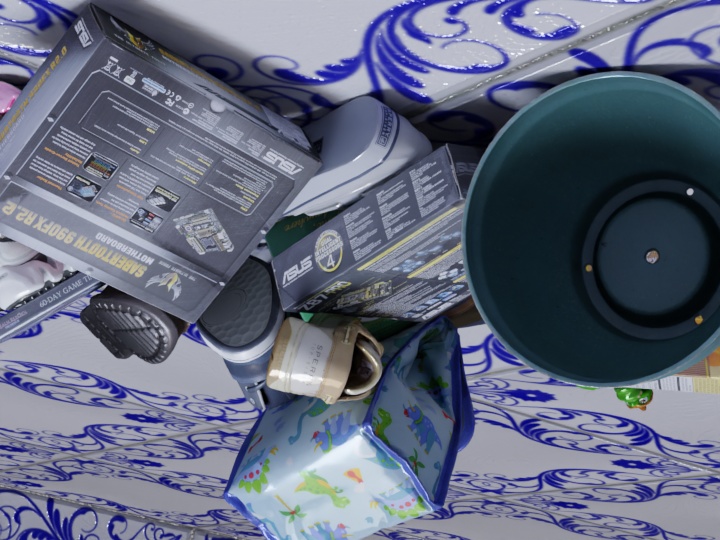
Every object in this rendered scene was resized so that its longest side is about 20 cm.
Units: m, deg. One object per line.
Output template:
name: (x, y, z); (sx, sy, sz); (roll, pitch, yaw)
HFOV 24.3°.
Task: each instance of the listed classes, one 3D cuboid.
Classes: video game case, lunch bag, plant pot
video game case: (-0.220, 0.006, 1.387); (0.199, 0.019, 0.143); (-29, -178, 4)
lunch bag: (-0.001, 0.135, 1.420); (0.169, 0.201, 0.128); (-27, 115, 29)
plant pot: (0.182, -0.018, 1.112); (0.198, 0.203, 0.134); (0, 172, 25)

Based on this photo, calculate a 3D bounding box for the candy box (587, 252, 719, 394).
candy box: (0.270, 0.037, 1.359); (0.198, 0.117, 0.055); (3, 162, 15)

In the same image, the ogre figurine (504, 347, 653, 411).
ogre figurine: (0.235, 0.059, 1.495); (0.199, 0.099, 0.120); (-31, 133, 19)

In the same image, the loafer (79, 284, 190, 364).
loafer: (-0.178, 0.026, 1.356); (0.073, 0.071, 0.200); (47, 163, -14)

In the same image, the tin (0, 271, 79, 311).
tin: (-0.261, -0.008, 1.424); (0.112, 0.042, 0.200); (-35, 173, 24)

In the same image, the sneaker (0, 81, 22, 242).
sneaker: (-0.225, -0.046, 1.236); (0.199, 0.096, 0.079); (38, 159, -2)

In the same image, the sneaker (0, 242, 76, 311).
sneaker: (-0.228, -0.043, 1.319); (0.075, 0.082, 0.200); (-30, -175, 34)

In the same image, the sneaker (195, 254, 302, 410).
sneaker: (-0.077, 0.060, 1.343); (0.147, 0.076, 0.202); (61, 177, -26)

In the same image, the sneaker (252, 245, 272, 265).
sneaker: (-0.057, 0.027, 1.496); (0.069, 0.101, 0.199); (17, 161, -35)

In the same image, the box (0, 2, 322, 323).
box: (-0.148, -0.067, 1.142); (0.199, 0.048, 0.159); (27, 111, -37)

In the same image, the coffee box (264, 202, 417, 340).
coffee box: (0.000, 0.000, 1.370); (0.122, 0.044, 0.200); (-24, 153, 1)

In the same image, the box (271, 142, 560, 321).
box: (0.056, -0.022, 1.237); (0.160, 0.050, 0.199); (2, 155, -44)

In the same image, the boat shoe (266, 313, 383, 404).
boat shoe: (-0.017, 0.072, 1.290); (0.068, 0.075, 0.200); (18, -174, 11)

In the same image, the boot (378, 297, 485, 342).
boot: (0.038, 0.040, 1.528); (0.198, 0.076, 0.097); (-12, 158, 28)

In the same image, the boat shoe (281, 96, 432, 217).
boat shoe: (-0.029, -0.068, 1.227); (0.065, 0.074, 0.199); (25, 158, -34)
